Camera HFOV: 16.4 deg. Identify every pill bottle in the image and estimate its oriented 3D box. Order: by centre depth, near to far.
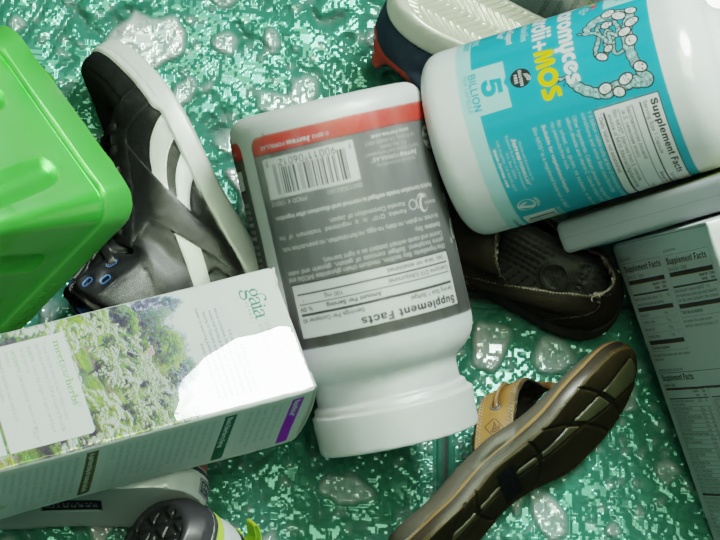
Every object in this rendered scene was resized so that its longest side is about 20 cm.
[{"bbox_3d":[0.143,-0.098,1.422,0.200,0.111,0.111,-17,74,13],"label":"pill bottle"},{"bbox_3d":[0.000,0.000,1.436,0.116,0.116,0.201,-13,93,-13],"label":"pill bottle"}]

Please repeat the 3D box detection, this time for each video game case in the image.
[{"bbox_3d":[0.242,-0.063,1.458,0.182,0.200,0.022,-24,95,-41],"label":"video game case"}]

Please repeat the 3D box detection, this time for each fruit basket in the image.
[{"bbox_3d":[-0.218,-0.043,1.430,0.215,0.216,0.156,-33,81,-18],"label":"fruit basket"}]

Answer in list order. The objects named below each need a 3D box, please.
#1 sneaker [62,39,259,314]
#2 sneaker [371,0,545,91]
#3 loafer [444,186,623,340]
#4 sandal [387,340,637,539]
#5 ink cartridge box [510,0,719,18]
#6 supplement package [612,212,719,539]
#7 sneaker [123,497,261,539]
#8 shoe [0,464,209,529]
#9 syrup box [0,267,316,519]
[{"bbox_3d":[-0.139,-0.033,1.477,0.112,0.073,0.200,-29,81,-18],"label":"sneaker"},{"bbox_3d":[0.096,-0.109,1.537,0.200,0.085,0.075,33,54,-3],"label":"sneaker"},{"bbox_3d":[0.073,-0.025,1.511,0.200,0.071,0.073,20,70,-3],"label":"loafer"},{"bbox_3d":[0.085,0.104,1.481,0.200,0.082,0.055,-41,61,-12],"label":"sandal"},{"bbox_3d":[0.187,-0.201,1.547,0.200,0.147,0.146,37,71,3],"label":"ink cartridge box"},{"bbox_3d":[0.269,0.049,1.457,0.151,0.151,0.200,-20,91,-15],"label":"supplement package"},{"bbox_3d":[-0.120,0.223,1.399,0.083,0.072,0.200,37,87,-38],"label":"sneaker"},{"bbox_3d":[-0.186,0.094,1.435,0.199,0.072,0.091,2,59,-5],"label":"shoe"},{"bbox_3d":[-0.132,0.069,1.371,0.200,0.081,0.079,-14,68,-19],"label":"syrup box"}]
